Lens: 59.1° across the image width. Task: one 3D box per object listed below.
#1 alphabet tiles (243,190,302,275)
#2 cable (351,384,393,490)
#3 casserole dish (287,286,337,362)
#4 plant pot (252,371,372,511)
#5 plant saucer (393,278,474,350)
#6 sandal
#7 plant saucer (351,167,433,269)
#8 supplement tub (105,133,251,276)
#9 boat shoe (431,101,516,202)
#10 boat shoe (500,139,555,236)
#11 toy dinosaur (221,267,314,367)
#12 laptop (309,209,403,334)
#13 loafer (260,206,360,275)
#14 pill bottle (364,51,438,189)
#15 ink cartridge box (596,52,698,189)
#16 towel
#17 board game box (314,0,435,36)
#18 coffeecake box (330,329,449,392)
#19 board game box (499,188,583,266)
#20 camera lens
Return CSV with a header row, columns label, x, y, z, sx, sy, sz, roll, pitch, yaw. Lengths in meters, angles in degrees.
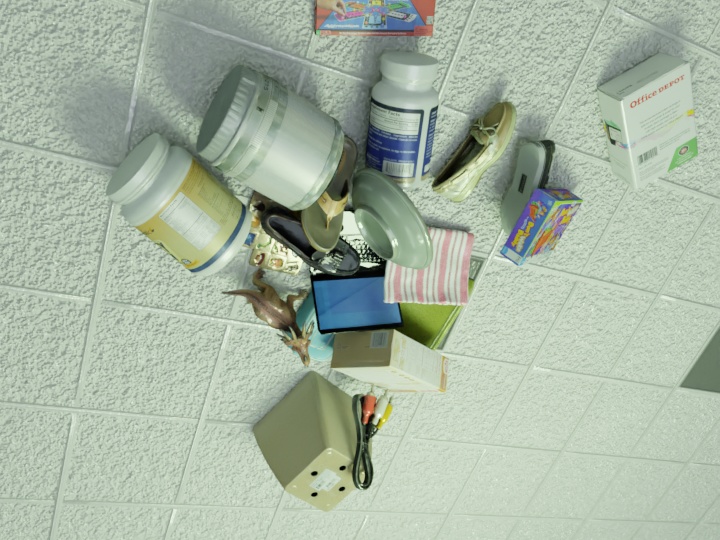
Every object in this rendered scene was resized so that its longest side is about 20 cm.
label,x,y,z,sx,sy,sz,roll,pitch,yaw
alphabet tiles,-0.128,-0.087,1.154,0.164,0.008,0.203,12,116,-24
cable,0.014,0.329,1.274,0.050,0.204,0.097,-18,138,41
casserole dish,-0.069,0.107,1.270,0.119,0.039,0.202,23,110,-29
plant pot,-0.085,0.379,1.344,0.200,0.178,0.199,-43,124,11
plant saucer,0.122,0.087,1.313,0.196,0.048,0.203,19,112,-27
sandal,-0.047,-0.134,1.077,0.079,0.054,0.205,18,86,-23
plant saucer,0.040,-0.075,1.078,0.050,0.199,0.203,-36,126,-19
supplement tub,-0.286,-0.103,1.010,0.144,0.145,0.200,-40,123,9
boat shoe,0.204,-0.218,1.145,0.062,0.074,0.202,19,120,-31
boat shoe,0.327,-0.154,1.219,0.063,0.071,0.203,-15,135,-29
toy dinosaur,-0.154,0.080,1.166,0.198,0.136,0.086,33,107,-30
laptop,0.000,0.000,1.184,0.173,0.104,0.204,-4,122,-19
loafer,-0.086,-0.045,1.114,0.197,0.063,0.073,28,92,-10
pill bottle,0.070,-0.249,1.054,0.113,0.116,0.204,-3,121,-16
ink cartridge box,0.546,-0.283,1.205,0.143,0.084,0.202,-28,125,0
towel,0.134,-0.008,1.221,0.196,0.030,0.150,4,92,-30
board game box,0.025,-0.423,0.994,0.195,0.020,0.105,-5,120,-15
coffeecake box,0.062,0.185,1.264,0.151,0.075,0.199,-8,153,39
board game box,0.350,-0.086,1.218,0.198,0.044,0.136,-12,132,-57
camera lens,-0.135,-0.201,0.990,0.197,0.161,0.161,26,110,-29
